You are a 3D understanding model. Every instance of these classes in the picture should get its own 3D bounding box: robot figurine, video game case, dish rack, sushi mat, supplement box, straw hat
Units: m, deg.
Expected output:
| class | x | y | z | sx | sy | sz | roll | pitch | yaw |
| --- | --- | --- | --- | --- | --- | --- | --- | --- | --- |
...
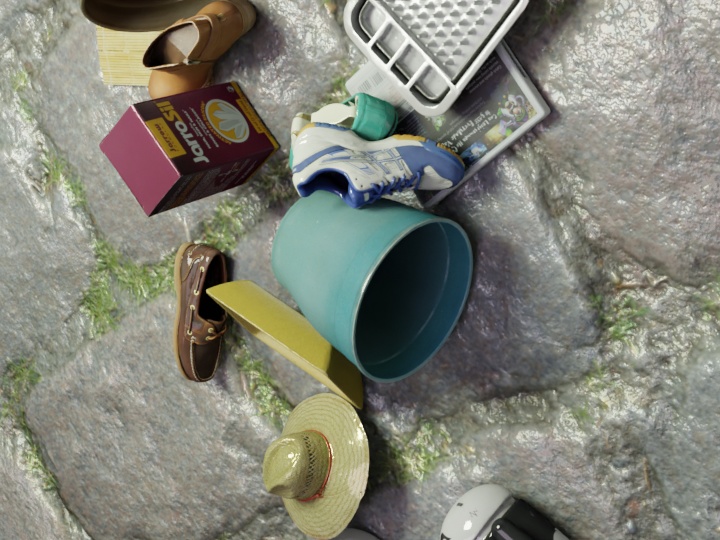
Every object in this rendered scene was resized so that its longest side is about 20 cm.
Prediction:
| class | x | y | z | sx | sy | sz | roll | pitch | yaw |
| --- | --- | --- | --- | --- | --- | --- | --- | --- | --- |
| robot figurine | 0.187 | 0.351 | 1.371 | 0.199 | 0.124 | 0.152 | 39 | 121 | 16 |
| video game case | 0.096 | -0.199 | 1.312 | 0.199 | 0.023 | 0.183 | -37 | 83 | 36 |
| dish rack | 0.087 | -0.291 | 1.247 | 0.172 | 0.043 | 0.201 | 48 | 125 | 12 |
| sushi mat | -0.281 | -0.298 | 1.540 | 0.197 | 0.012 | 0.098 | 8 | 109 | 32 |
| supplement box | -0.210 | -0.155 | 1.423 | 0.085 | 0.199 | 0.111 | -41 | 82 | 35 |
| straw hat | -0.083 | 0.257 | 1.507 | 0.199 | 0.084 | 0.205 | -6 | 82 | 48 |

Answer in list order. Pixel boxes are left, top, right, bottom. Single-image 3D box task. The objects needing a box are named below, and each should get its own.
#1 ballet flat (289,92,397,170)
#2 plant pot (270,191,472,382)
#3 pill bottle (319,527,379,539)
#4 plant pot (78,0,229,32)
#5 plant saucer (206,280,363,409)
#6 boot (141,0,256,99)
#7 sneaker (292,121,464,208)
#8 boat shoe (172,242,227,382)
| class | x | y | z | sx | sy | sz | roll | pitch | yaw |
| --- | --- | --- | --- | --- | --- | --- | --- | --- | --- |
| ballet flat | -0.041 | -0.171 | 1.364 | 0.198 | 0.070 | 0.069 | -14 | 59 | 49 |
| plant pot | 0.000 | 0.000 | 1.350 | 0.187 | 0.198 | 0.204 | 29 | 121 | 38 |
| pill bottle | -0.031 | 0.467 | 1.563 | 0.119 | 0.119 | 0.203 | 31 | 121 | 22 |
| plant pot | -0.260 | -0.415 | 1.397 | 0.198 | 0.198 | 0.177 | -21 | 76 | 37 |
| plant saucer | -0.083 | 0.087 | 1.458 | 0.198 | 0.200 | 0.049 | 33 | 80 | 21 |
| boot | -0.228 | -0.263 | 1.412 | 0.199 | 0.155 | 0.074 | -40 | 93 | 29 |
| sneaker | 0.018 | -0.104 | 1.289 | 0.196 | 0.089 | 0.076 | 7 | 148 | 3 |
| boat shoe | -0.218 | 0.064 | 1.584 | 0.069 | 0.070 | 0.204 | 12 | 112 | 35 |
